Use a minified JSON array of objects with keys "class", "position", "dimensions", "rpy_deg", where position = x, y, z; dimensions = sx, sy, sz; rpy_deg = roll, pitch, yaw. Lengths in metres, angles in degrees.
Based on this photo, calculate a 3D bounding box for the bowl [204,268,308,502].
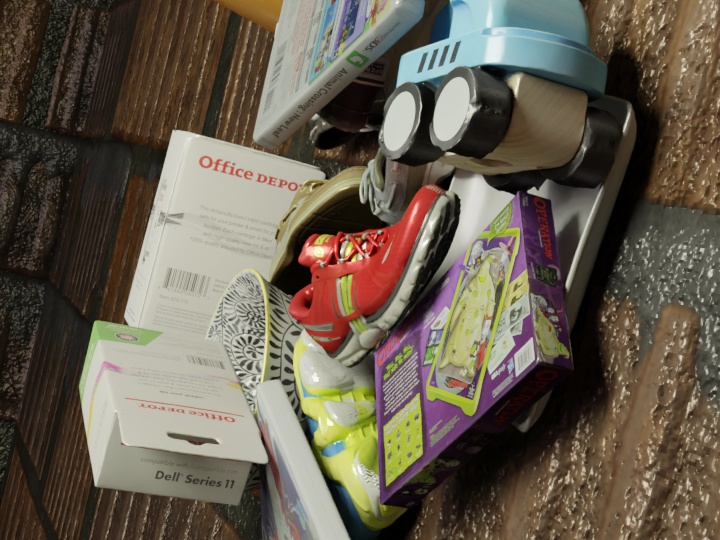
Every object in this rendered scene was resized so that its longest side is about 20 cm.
[{"class":"bowl","position":[-0.075,0.105,1.073],"dimensions":[0.201,0.094,0.201],"rpy_deg":[-167,90,-68]}]

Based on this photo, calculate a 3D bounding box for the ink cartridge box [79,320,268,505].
[{"class":"ink cartridge box","position":[-0.150,0.118,0.964],"dimensions":[0.200,0.117,0.067],"rpy_deg":[-125,51,-62]}]

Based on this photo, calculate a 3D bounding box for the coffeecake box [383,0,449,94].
[{"class":"coffeecake box","position":[0.078,-0.243,0.915],"dimensions":[0.154,0.073,0.200],"rpy_deg":[-101,31,-43]}]

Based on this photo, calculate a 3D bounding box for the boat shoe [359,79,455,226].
[{"class":"boat shoe","position":[0.033,-0.087,0.915],"dimensions":[0.202,0.065,0.075],"rpy_deg":[123,162,-74]}]

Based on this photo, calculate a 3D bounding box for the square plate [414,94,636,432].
[{"class":"square plate","position":[0.102,-0.023,0.796],"dimensions":[0.198,0.028,0.200],"rpy_deg":[-138,63,-66]}]

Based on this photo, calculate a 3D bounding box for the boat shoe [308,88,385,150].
[{"class":"boat shoe","position":[0.002,-0.135,1.069],"dimensions":[0.200,0.067,0.057],"rpy_deg":[-169,75,-70]}]

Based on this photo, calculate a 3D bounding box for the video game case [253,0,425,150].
[{"class":"video game case","position":[-0.005,-0.201,0.834],"dimensions":[0.182,0.022,0.200],"rpy_deg":[-34,39,50]}]

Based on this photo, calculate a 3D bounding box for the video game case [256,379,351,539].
[{"class":"video game case","position":[-0.040,0.211,0.910],"dimensions":[0.200,0.023,0.183],"rpy_deg":[-120,25,-51]}]

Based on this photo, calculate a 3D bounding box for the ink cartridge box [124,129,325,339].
[{"class":"ink cartridge box","position":[-0.134,-0.024,1.222],"dimensions":[0.083,0.146,0.200],"rpy_deg":[-150,75,-68]}]

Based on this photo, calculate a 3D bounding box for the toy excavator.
[{"class":"toy excavator","position":[0.077,-0.152,0.748],"dimensions":[0.194,0.100,0.200],"rpy_deg":[1,79,64]}]

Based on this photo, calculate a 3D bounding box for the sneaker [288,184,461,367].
[{"class":"sneaker","position":[0.000,0.000,0.856],"dimensions":[0.077,0.085,0.200],"rpy_deg":[-54,1,-39]}]

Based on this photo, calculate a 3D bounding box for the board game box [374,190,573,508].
[{"class":"board game box","position":[0.063,0.055,0.774],"dimensions":[0.200,0.032,0.120],"rpy_deg":[129,144,-48]}]

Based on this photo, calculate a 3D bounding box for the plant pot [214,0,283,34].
[{"class":"plant pot","position":[-0.046,-0.284,1.099],"dimensions":[0.200,0.183,0.201],"rpy_deg":[-167,90,-68]}]

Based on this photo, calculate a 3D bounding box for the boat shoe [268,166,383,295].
[{"class":"boat shoe","position":[-0.036,-0.045,1.089],"dimensions":[0.200,0.074,0.067],"rpy_deg":[135,137,-53]}]

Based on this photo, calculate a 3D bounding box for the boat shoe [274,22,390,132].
[{"class":"boat shoe","position":[-0.027,-0.146,0.954],"dimensions":[0.199,0.073,0.068],"rpy_deg":[-137,60,-64]}]

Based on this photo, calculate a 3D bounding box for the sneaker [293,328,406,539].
[{"class":"sneaker","position":[-0.021,0.131,0.951],"dimensions":[0.200,0.076,0.105],"rpy_deg":[-110,38,-53]}]
